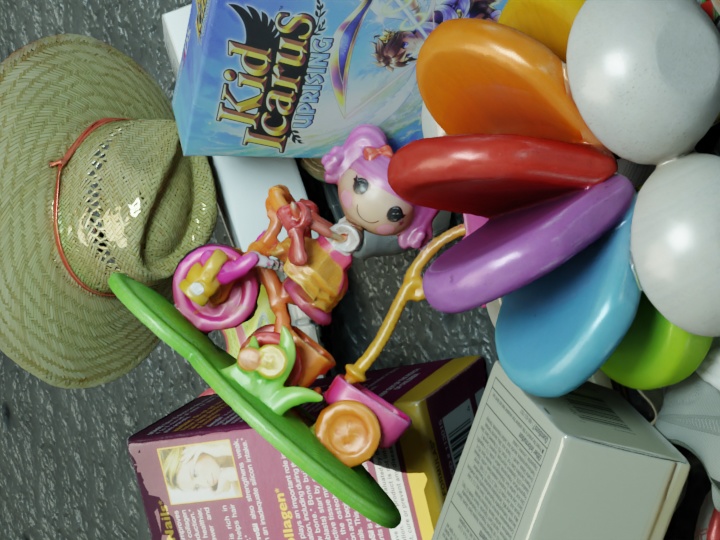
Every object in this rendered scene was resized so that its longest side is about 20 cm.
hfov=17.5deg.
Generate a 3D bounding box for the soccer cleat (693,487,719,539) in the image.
[{"bbox_3d":[0.177,0.193,1.201,0.085,0.068,0.202,17,125,41],"label":"soccer cleat"}]

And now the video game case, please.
[{"bbox_3d":[0.008,-0.142,1.185,0.046,0.180,0.201,-104,21,-44],"label":"video game case"}]

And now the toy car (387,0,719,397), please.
[{"bbox_3d":[0.088,-0.031,1.081,0.175,0.149,0.202,-17,95,56],"label":"toy car"}]

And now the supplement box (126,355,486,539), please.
[{"bbox_3d":[-0.019,0.136,1.368,0.198,0.103,0.132,-8,100,26],"label":"supplement box"}]

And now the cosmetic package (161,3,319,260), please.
[{"bbox_3d":[-0.072,-0.080,1.386,0.200,0.051,0.152,-173,62,-86],"label":"cosmetic package"}]

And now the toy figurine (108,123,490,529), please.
[{"bbox_3d":[0.000,0.000,1.220,0.200,0.184,0.150,40,-178,1],"label":"toy figurine"}]

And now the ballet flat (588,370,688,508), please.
[{"bbox_3d":[0.133,0.092,1.236,0.072,0.068,0.202,-12,92,39],"label":"ballet flat"}]

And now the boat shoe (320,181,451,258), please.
[{"bbox_3d":[-0.015,-0.101,1.349,0.072,0.068,0.202,-22,86,59],"label":"boat shoe"}]

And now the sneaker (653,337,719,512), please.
[{"bbox_3d":[0.210,0.091,1.071,0.200,0.074,0.080,31,93,54],"label":"sneaker"}]

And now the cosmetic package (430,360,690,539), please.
[{"bbox_3d":[0.078,0.158,1.132,0.104,0.073,0.202,-129,55,-65],"label":"cosmetic package"}]

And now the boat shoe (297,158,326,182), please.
[{"bbox_3d":[-0.016,-0.146,1.279,0.073,0.066,0.202,2,97,11],"label":"boat shoe"}]

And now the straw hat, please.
[{"bbox_3d":[-0.124,-0.036,1.282,0.085,0.200,0.203,-6,101,40],"label":"straw hat"}]

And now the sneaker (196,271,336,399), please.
[{"bbox_3d":[-0.055,0.092,1.471,0.078,0.089,0.202,-22,-78,-84],"label":"sneaker"}]

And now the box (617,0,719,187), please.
[{"bbox_3d":[0.133,-0.097,1.154,0.110,0.035,0.201,53,144,28],"label":"box"}]
